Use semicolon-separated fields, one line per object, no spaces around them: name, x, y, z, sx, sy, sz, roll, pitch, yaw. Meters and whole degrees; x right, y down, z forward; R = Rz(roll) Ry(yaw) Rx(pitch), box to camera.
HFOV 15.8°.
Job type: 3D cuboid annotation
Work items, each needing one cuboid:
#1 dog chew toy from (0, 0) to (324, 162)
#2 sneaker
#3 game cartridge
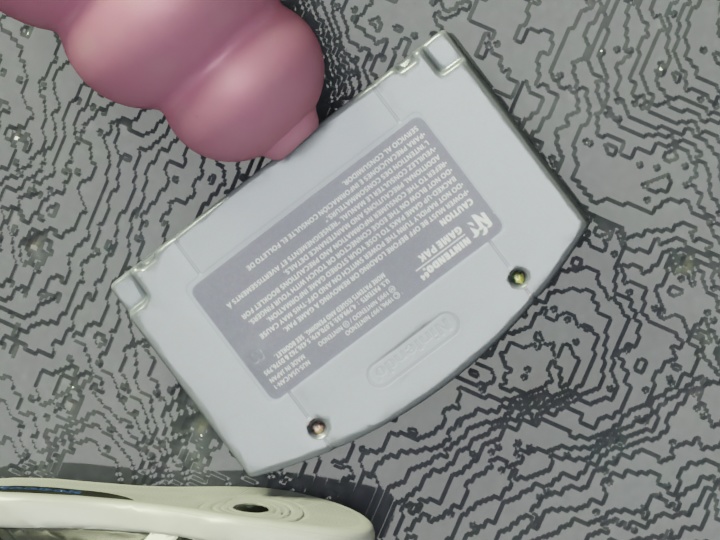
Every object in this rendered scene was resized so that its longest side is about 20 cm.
dog chew toy;-0.094;-0.132;1.171;0.125;0.125;0.200;-42;95;7
sneaker;-0.091;0.159;1.216;0.200;0.073;0.112;4;97;14
game cartridge;0.000;0.000;1.209;0.200;0.041;0.133;-37;86;7
